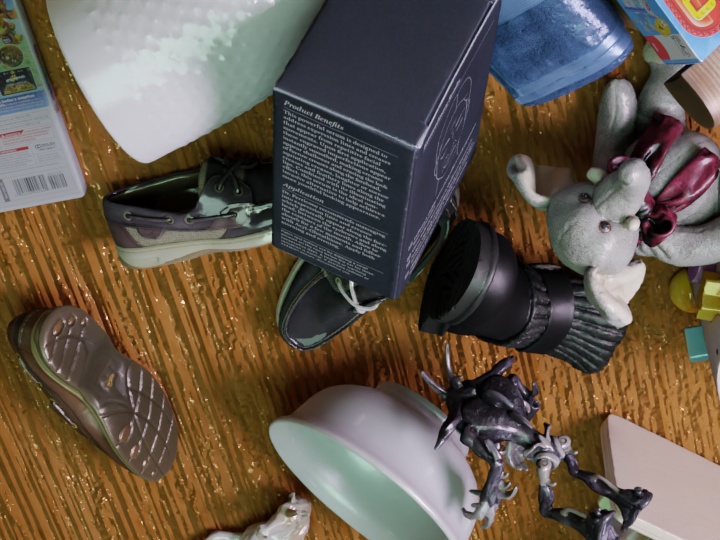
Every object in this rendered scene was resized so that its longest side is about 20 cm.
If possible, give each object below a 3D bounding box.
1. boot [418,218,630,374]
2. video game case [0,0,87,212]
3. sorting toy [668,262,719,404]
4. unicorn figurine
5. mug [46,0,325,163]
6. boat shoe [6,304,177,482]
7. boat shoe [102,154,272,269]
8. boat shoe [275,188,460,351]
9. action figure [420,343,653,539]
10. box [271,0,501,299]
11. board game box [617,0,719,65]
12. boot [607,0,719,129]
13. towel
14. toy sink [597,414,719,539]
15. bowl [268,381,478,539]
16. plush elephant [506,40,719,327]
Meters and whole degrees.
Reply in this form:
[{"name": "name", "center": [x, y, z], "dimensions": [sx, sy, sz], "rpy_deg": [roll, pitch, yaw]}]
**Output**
[{"name": "boot", "center": [0.135, 0.022, 1.335], "dimensions": [0.157, 0.211, 0.080], "rpy_deg": [14, 83, -3]}, {"name": "video game case", "center": [-0.308, -0.133, 1.332], "dimensions": [0.142, 0.018, 0.201], "rpy_deg": [-10, 123, 9]}, {"name": "sorting toy", "center": [0.299, 0.029, 1.315], "dimensions": [0.106, 0.180, 0.201], "rpy_deg": [16, 123, 2]}, {"name": "unicorn figurine", "center": [-0.085, 0.271, 1.564], "dimensions": [0.137, 0.074, 0.200], "rpy_deg": [-25, 134, 6]}, {"name": "mug", "center": [-0.120, -0.203, 1.219], "dimensions": [0.174, 0.148, 0.201], "rpy_deg": [-26, 89, 9]}, {"name": "boat shoe", "center": [-0.224, 0.101, 1.460], "dimensions": [0.067, 0.072, 0.200], "rpy_deg": [3, 140, 40]}, {"name": "boat shoe", "center": [-0.109, -0.056, 1.345], "dimensions": [0.199, 0.072, 0.065], "rpy_deg": [-14, 127, 18]}, {"name": "boat shoe", "center": [0.000, 0.000, 1.381], "dimensions": [0.072, 0.068, 0.200], "rpy_deg": [36, 119, -21]}, {"name": "action figure", "center": [0.124, 0.149, 1.361], "dimensions": [0.200, 0.119, 0.102], "rpy_deg": [38, 138, 11]}, {"name": "box", "center": [0.015, -0.103, 1.208], "dimensions": [0.106, 0.149, 0.200], "rpy_deg": [23, 151, 10]}, {"name": "board game box", "center": [0.222, -0.274, 1.129], "dimensions": [0.196, 0.056, 0.200], "rpy_deg": [-43, 105, -8]}, {"name": "boot", "center": [0.245, -0.219, 1.211], "dimensions": [0.155, 0.074, 0.200], "rpy_deg": [-41, 104, -9]}, {"name": "towel", "center": [0.091, -0.201, 1.195], "dimensions": [0.200, 0.049, 0.111], "rpy_deg": [44, 142, -22]}, {"name": "toy sink", "center": [0.268, 0.238, 1.488], "dimensions": [0.199, 0.131, 0.112], "rpy_deg": [26, 121, -16]}, {"name": "bowl", "center": [0.028, 0.158, 1.443], "dimensions": [0.200, 0.091, 0.201], "rpy_deg": [34, 158, 15]}, {"name": "plush elephant", "center": [0.201, -0.055, 1.273], "dimensions": [0.165, 0.154, 0.200], "rpy_deg": [50, 135, 15]}]
